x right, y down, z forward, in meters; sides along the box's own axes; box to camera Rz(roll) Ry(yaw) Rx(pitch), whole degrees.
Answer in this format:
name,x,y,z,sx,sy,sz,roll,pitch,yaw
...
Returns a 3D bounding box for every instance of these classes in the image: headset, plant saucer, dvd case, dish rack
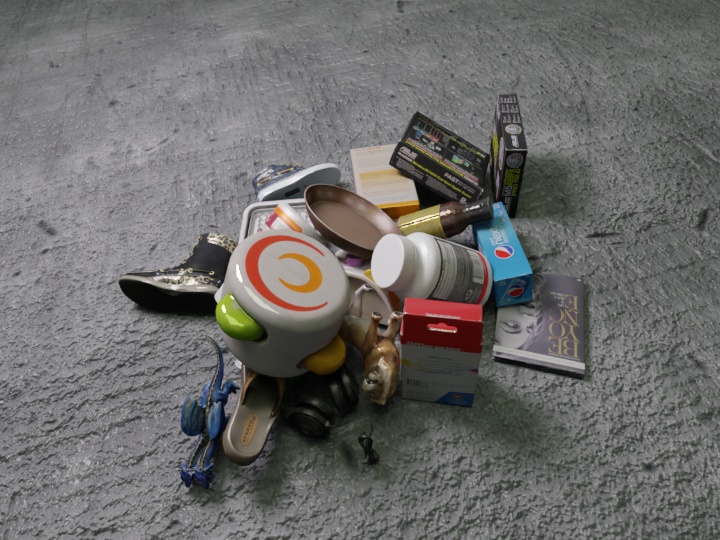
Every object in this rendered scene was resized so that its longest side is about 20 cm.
name,x,y,z,sx,sy,sz,roll,pitch,yaw
headset,-0.045,0.207,0.795,0.123,0.096,0.197,-40,40,-20
plant saucer,-0.016,-0.083,0.935,0.194,0.035,0.203,24,27,-13
dvd case,0.306,0.079,0.901,0.143,0.016,0.204,10,50,13
dish rack,-0.156,-0.059,1.051,0.164,0.044,0.205,-5,48,2

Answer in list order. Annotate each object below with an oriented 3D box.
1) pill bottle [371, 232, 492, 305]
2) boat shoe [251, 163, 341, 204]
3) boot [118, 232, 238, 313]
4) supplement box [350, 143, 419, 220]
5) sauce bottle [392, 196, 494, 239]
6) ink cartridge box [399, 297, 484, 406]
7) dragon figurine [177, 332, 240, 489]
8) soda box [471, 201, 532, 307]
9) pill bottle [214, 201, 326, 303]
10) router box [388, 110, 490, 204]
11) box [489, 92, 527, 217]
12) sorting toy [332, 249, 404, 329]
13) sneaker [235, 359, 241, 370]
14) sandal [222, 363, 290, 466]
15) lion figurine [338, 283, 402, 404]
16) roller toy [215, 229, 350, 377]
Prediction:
name,x,y,z,sx,sy,sz,roll,pitch,yaw
pill bottle,0.115,0.003,0.860,0.195,0.112,0.113,13,35,-36
boat shoe,-0.144,-0.206,1.161,0.194,0.072,0.092,-22,53,-12
boot,-0.332,-0.001,0.997,0.195,0.075,0.157,6,45,5
supplement box,0.048,-0.172,1.112,0.120,0.075,0.205,-6,49,-2
sauce bottle,0.151,-0.089,0.990,0.193,0.065,0.066,-13,41,27
ink cartridge box,0.115,0.109,0.764,0.111,0.205,0.069,5,46,9
dragon figurine,-0.216,0.203,0.753,0.056,0.209,0.099,7,10,7
soda box,0.251,-0.034,0.958,0.065,0.066,0.204,-12,41,6
pill bottle,-0.156,-0.006,0.912,0.109,0.109,0.202,39,90,34
router box,0.169,-0.229,1.102,0.195,0.063,0.152,30,42,-1
box,0.300,-0.239,1.091,0.042,0.164,0.205,1,48,7
sorting toy,0.000,0.000,0.964,0.192,0.111,0.181,11,30,15
sneaker,-0.119,0.091,0.864,0.193,0.095,0.077,-19,16,-15
sandal,-0.145,0.172,0.761,0.079,0.055,0.205,24,47,-11
lion figurine,0.003,0.098,0.815,0.070,0.127,0.200,-2,29,-29
roller toy,-0.110,0.050,0.768,0.192,0.142,0.187,12,43,-18
